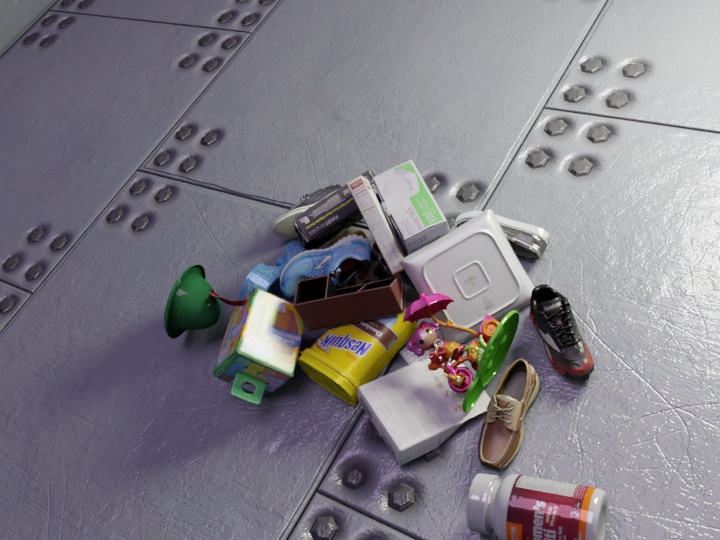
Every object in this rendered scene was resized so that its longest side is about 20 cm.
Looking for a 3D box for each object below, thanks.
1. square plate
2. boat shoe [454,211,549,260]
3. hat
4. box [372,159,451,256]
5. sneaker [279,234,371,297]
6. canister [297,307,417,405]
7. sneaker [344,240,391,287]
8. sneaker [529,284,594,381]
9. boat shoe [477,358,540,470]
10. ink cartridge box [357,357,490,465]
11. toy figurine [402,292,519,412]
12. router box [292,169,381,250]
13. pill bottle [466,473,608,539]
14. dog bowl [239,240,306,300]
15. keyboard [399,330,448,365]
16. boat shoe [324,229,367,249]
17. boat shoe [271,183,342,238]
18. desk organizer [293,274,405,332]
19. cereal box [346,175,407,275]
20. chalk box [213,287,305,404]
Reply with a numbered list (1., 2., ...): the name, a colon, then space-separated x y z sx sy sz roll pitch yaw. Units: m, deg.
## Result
1. square plate: 0.209 0.017 1.600 0.200 0.198 0.028 -30 3 -1
2. boat shoe: 0.274 -0.067 1.700 0.200 0.071 0.064 14 58 30
3. hat: -0.298 0.090 1.782 0.176 0.200 0.166 17 103 11
4. box: 0.115 -0.088 1.714 0.097 0.177 0.200 -24 47 1
5. sneaker: -0.069 0.001 1.680 0.200 0.078 0.090 -26 39 6
6. canister: -0.003 0.142 1.640 0.148 0.087 0.200 26 65 39
7. sneaker: 0.000 0.000 1.765 0.200 0.081 0.083 -46 27 -26
8. sneaker: 0.352 0.104 1.509 0.071 0.098 0.201 -22 49 3
9. boat shoe: 0.248 0.240 1.458 0.076 0.074 0.200 8 57 29
10. ink cartridge box: 0.118 0.242 1.543 0.200 0.050 0.161 -20 47 -19
11. toy figurine: 0.157 0.125 1.524 0.184 0.150 0.200 26 80 23
12. router box: -0.048 -0.125 1.829 0.200 0.150 0.062 -34 85 -7
13. pill bottle: 0.272 0.376 1.312 0.200 0.110 0.110 4 55 26
14. dog bowl: -0.168 0.019 1.778 0.050 0.112 0.200 29 45 22
15. keyboard: 0.169 0.117 1.635 0.200 0.011 0.056 -36 48 -7
16. boat shoe: -0.063 -0.011 1.808 0.064 0.071 0.200 14 51 39
17. boat shoe: -0.113 -0.136 1.926 0.200 0.075 0.062 -30 42 -8
18. desk organizer: -0.021 0.050 1.619 0.200 0.077 0.072 -12 44 16
19. cereal box: 0.038 -0.088 1.681 0.039 0.144 0.200 -27 88 6
20. chalk box: -0.198 0.159 1.654 0.124 0.124 0.200 -42 30 47
